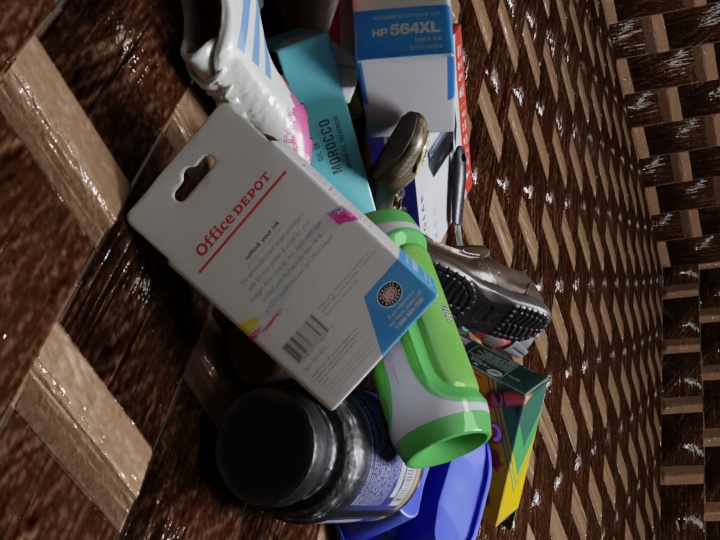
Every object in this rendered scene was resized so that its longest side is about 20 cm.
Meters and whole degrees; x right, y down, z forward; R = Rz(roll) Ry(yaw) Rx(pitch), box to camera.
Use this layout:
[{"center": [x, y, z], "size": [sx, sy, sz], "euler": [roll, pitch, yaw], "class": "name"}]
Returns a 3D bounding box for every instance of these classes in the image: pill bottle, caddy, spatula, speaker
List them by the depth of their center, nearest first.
[{"center": [-0.030, 0.147, 0.812], "size": [0.200, 0.110, 0.113], "euler": [28, 59, -63], "class": "pill bottle"}, {"center": [0.039, 0.053, 0.820], "size": [0.088, 0.088, 0.202], "euler": [35, 33, -60], "class": "speaker"}, {"center": [0.045, 0.205, 0.985], "size": [0.142, 0.104, 0.201], "euler": [49, 40, -20], "class": "caddy"}, {"center": [0.112, -0.036, 1.110], "size": [0.056, 0.020, 0.203], "euler": [-16, 104, -54], "class": "spatula"}]

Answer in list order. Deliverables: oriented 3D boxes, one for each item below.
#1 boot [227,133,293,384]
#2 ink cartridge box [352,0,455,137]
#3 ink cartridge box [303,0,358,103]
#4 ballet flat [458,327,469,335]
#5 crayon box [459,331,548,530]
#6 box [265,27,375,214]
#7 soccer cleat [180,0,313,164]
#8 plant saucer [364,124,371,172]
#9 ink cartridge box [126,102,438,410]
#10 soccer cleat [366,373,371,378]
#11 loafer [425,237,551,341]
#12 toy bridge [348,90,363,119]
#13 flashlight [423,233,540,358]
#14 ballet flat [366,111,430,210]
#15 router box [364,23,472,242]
[{"center": [-0.059, -0.010, 0.843], "size": [0.154, 0.073, 0.203], "euler": [-10, 103, -67], "class": "boot"}, {"center": [0.037, -0.241, 0.883], "size": [0.146, 0.083, 0.203], "euler": [71, 17, -73], "class": "ink cartridge box"}, {"center": [-0.017, -0.265, 0.901], "size": [0.200, 0.049, 0.163], "euler": [130, -41, -71], "class": "ink cartridge box"}, {"center": [0.091, 0.052, 1.165], "size": [0.200, 0.068, 0.069], "euler": [-31, 117, -55], "class": "ballet flat"}, {"center": [0.119, 0.181, 1.074], "size": [0.051, 0.126, 0.202], "euler": [-24, 130, -45], "class": "crayon box"}, {"center": [-0.036, -0.109, 0.895], "size": [0.082, 0.049, 0.202], "euler": [37, -34, 63], "class": "box"}, {"center": [-0.102, -0.152, 0.797], "size": [0.086, 0.069, 0.202], "euler": [-41, 120, -44], "class": "soccer cleat"}, {"center": [0.047, -0.145, 1.130], "size": [0.200, 0.032, 0.203], "euler": [7, 90, -68], "class": "plant saucer"}, {"center": [-0.054, -0.013, 0.722], "size": [0.200, 0.115, 0.068], "euler": [43, 8, -4], "class": "ink cartridge box"}, {"center": [0.033, 0.088, 0.959], "size": [0.200, 0.084, 0.069], "euler": [-81, 152, -74], "class": "soccer cleat"}, {"center": [0.095, 0.010, 0.972], "size": [0.198, 0.073, 0.072], "euler": [24, 39, -31], "class": "loafer"}, {"center": [0.003, -0.243, 1.099], "size": [0.201, 0.027, 0.068], "euler": [-67, 143, -47], "class": "toy bridge"}, {"center": [0.112, 0.024, 1.060], "size": [0.199, 0.068, 0.068], "euler": [37, 5, -36], "class": "flashlight"}, {"center": [0.033, -0.086, 0.909], "size": [0.068, 0.046, 0.200], "euler": [-65, -175, -19], "class": "ballet flat"}, {"center": [0.067, -0.134, 1.075], "size": [0.180, 0.048, 0.202], "euler": [-57, 147, -48], "class": "router box"}]
